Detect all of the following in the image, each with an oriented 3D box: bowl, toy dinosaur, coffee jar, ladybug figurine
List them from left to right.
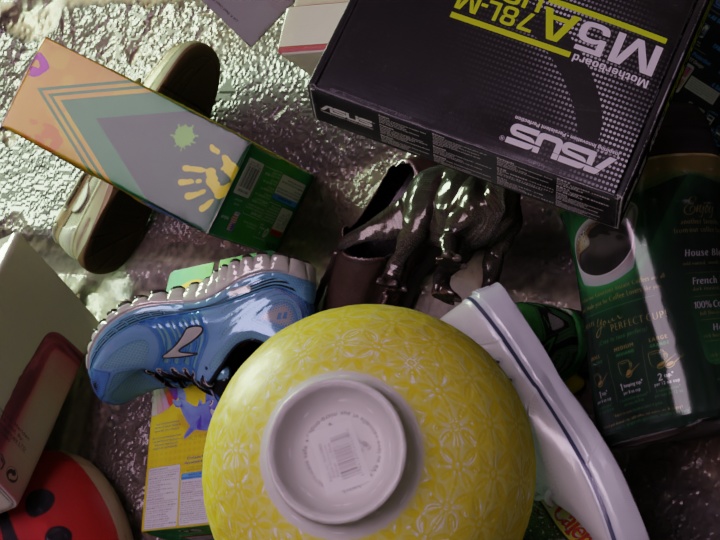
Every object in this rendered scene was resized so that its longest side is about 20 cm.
[{"bbox_3d":[-0.237,0.216,1.511,0.136,0.072,0.201,-44,52,18],"label":"ladybug figurine"},{"bbox_3d":[-0.004,0.109,1.136,0.198,0.108,0.202,-2,78,10],"label":"bowl"},{"bbox_3d":[0.062,-0.035,1.304,0.200,0.077,0.103,-19,48,58],"label":"toy dinosaur"},{"bbox_3d":[0.179,0.003,1.219,0.104,0.085,0.202,-21,75,50],"label":"coffee jar"}]

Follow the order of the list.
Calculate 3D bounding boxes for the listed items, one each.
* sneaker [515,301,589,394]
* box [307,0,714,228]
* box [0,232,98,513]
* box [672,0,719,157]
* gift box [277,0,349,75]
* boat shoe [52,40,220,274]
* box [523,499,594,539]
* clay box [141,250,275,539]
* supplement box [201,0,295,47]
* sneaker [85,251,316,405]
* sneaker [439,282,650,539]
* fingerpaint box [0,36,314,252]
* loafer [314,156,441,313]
[{"bbox_3d":[0.056,0.066,1.326,0.199,0.085,0.079,-28,58,28],"label":"sneaker"},{"bbox_3d":[0.096,-0.145,1.190,0.199,0.048,0.194,21,67,13],"label":"box"},{"bbox_3d":[-0.304,0.090,1.537,0.127,0.109,0.201,-21,32,32],"label":"box"},{"bbox_3d":[0.265,-0.113,1.252,0.200,0.046,0.160,40,101,41],"label":"box"},{"bbox_3d":[0.071,-0.183,1.345,0.199,0.184,0.188,0,71,42],"label":"gift box"},{"bbox_3d":[-0.181,-0.097,1.589,0.063,0.073,0.202,35,103,36],"label":"boat shoe"},{"bbox_3d":[0.059,0.155,1.220,0.200,0.038,0.136,40,58,15],"label":"box"},{"bbox_3d":[-0.097,0.092,1.463,0.114,0.047,0.202,-10,66,36],"label":"clay box"},{"bbox_3d":[-0.062,-0.252,1.494,0.109,0.061,0.200,-43,19,18],"label":"supplement box"},{"bbox_3d":[-0.115,0.059,1.409,0.199,0.078,0.091,-25,64,31],"label":"sneaker"},{"bbox_3d":[0.104,0.105,1.207,0.070,0.073,0.201,-31,66,-2],"label":"sneaker"},{"bbox_3d":[-0.139,-0.083,1.427,0.166,0.200,0.074,27,92,11],"label":"fingerpaint box"},{"bbox_3d":[0.000,0.000,1.404,0.073,0.071,0.201,33,95,41],"label":"loafer"}]
